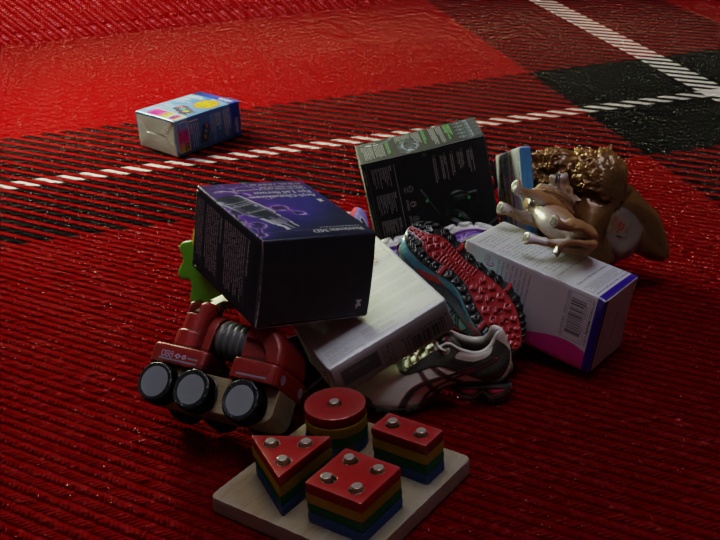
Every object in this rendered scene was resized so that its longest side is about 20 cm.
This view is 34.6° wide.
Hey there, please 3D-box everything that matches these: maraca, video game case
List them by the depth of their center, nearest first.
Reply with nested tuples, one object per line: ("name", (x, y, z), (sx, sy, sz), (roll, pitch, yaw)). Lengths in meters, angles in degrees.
("maraca", (-0.184, -0.033, 1.595), (0.106, 0.200, 0.138), (5, 49, -50))
("video game case", (0.220, -0.097, 1.634), (0.017, 0.146, 0.200), (-5, 2, -2))

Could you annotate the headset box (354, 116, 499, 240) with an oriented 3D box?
("headset box", (0.107, -0.114, 1.696), (0.197, 0.176, 0.093), (-14, 25, 1))

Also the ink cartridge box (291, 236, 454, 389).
("ink cartridge box", (-0.004, 0.048, 1.375), (0.161, 0.051, 0.200), (-30, 32, -11))

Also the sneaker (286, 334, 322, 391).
("sneaker", (-0.052, 0.108, 1.416), (0.199, 0.083, 0.072), (-35, 67, -16))

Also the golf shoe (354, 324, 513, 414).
("golf shoe", (0.080, 0.110, 1.348), (0.197, 0.089, 0.078), (-8, 31, -5))

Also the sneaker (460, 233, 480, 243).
("sneaker", (0.132, 0.002, 1.535), (0.200, 0.078, 0.146), (-20, 3, -7))

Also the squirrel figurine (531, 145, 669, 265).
("squirrel figurine", (0.308, -0.088, 1.624), (0.140, 0.203, 0.186), (-24, 17, -18))

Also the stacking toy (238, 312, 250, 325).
("stacking toy", (-0.099, 0.020, 1.594), (0.084, 0.087, 0.200), (9, 33, 27))

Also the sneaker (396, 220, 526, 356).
("sneaker", (0.123, 0.030, 1.422), (0.079, 0.096, 0.200), (-37, 81, -29))

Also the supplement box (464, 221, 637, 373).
("supplement box", (0.228, 0.029, 1.441), (0.198, 0.103, 0.103), (25, 31, 28))

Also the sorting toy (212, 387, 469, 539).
("sorting toy", (-0.020, 0.199, 1.193), (0.197, 0.071, 0.199), (14, 30, 34))

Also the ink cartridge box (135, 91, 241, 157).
("ink cartridge box", (-0.332, -0.301, 2.323), (0.135, 0.078, 0.199), (19, 32, 41))

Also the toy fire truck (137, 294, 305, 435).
("toy fire truck", (-0.135, 0.084, 1.326), (0.174, 0.129, 0.203), (8, 71, 26))

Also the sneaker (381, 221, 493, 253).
("sneaker", (0.117, -0.007, 1.644), (0.197, 0.081, 0.084), (-12, 41, 0))

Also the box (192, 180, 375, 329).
("box", (-0.093, -0.024, 1.339), (0.146, 0.106, 0.200), (-6, 23, -30))

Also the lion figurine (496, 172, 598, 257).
("lion figurine", (0.250, -0.059, 1.446), (0.121, 0.073, 0.201), (17, 28, -26))

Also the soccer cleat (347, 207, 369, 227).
("soccer cleat", (0.000, 0.000, 1.576), (0.075, 0.067, 0.202), (13, 49, -8))
